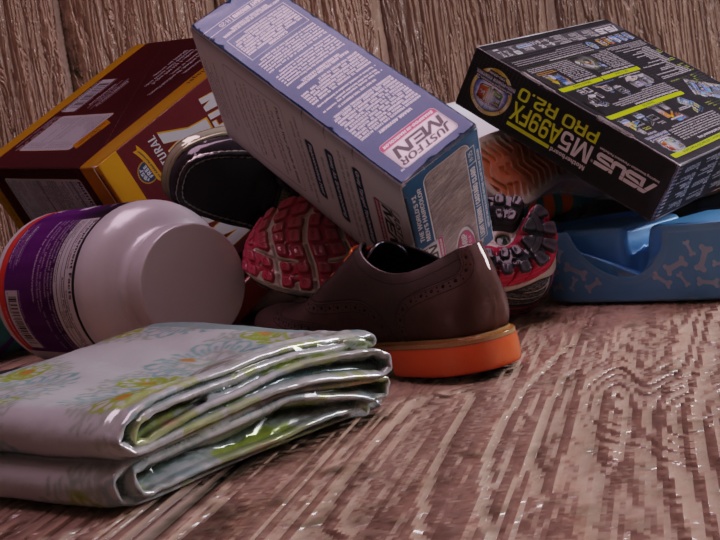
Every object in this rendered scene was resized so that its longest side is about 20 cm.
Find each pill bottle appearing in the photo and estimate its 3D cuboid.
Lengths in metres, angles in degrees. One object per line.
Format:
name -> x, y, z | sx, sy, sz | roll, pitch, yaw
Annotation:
pill bottle -> -0.164, 0.010, 0.883 | 0.112, 0.113, 0.200 | -13, 7, -38

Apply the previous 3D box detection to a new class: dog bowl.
dog bowl -> 0.200, -0.012, 0.837 | 0.111, 0.050, 0.200 | -14, 8, -41

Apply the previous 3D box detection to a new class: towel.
towel -> -0.107, 0.061, 0.607 | 0.200, 0.048, 0.171 | -4, 6, 42

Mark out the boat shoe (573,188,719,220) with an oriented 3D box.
boat shoe -> 0.245, -0.024, 0.930 | 0.200, 0.057, 0.067 | 0, -26, 38

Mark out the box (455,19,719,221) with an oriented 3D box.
box -> 0.183, -0.111, 0.889 | 0.160, 0.044, 0.200 | 35, 32, 23

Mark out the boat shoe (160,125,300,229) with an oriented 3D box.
boat shoe -> -0.037, -0.053, 0.895 | 0.199, 0.072, 0.065 | 9, 22, -30

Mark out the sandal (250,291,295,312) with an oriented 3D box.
sandal -> -0.116, 0.009, 1.145 | 0.082, 0.050, 0.202 | -12, 6, -33

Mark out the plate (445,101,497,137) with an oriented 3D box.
plate -> 0.109, -0.089, 1.046 | 0.199, 0.032, 0.200 | -16, 31, -27

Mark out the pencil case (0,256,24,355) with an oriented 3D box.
pencil case -> -0.330, 0.037, 1.032 | 0.200, 0.085, 0.092 | -16, -8, -46

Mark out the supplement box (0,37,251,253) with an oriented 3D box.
supplement box -> -0.169, -0.089, 1.077 | 0.200, 0.133, 0.197 | 6, 43, 49

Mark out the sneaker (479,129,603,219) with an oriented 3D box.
sneaker -> 0.112, -0.063, 0.910 | 0.200, 0.072, 0.080 | -14, -17, -48

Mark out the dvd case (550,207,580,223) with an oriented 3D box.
dvd case -> 0.216, -0.064, 1.115 | 0.199, 0.025, 0.150 | 3, 16, -16

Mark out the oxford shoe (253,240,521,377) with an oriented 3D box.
oxford shoe -> 0.007, 0.018, 0.723 | 0.071, 0.073, 0.200 | -15, 8, -44

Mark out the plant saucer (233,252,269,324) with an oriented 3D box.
plant saucer -> -0.115, -0.019, 1.091 | 0.200, 0.037, 0.200 | 2, 40, 47

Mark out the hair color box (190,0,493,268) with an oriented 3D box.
hair color box -> -0.012, -0.083, 0.772 | 0.060, 0.100, 0.200 | -38, 54, -17

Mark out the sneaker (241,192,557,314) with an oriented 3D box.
sneaker -> 0.023, 0.001, 0.816 | 0.199, 0.081, 0.075 | 4, -35, 6
